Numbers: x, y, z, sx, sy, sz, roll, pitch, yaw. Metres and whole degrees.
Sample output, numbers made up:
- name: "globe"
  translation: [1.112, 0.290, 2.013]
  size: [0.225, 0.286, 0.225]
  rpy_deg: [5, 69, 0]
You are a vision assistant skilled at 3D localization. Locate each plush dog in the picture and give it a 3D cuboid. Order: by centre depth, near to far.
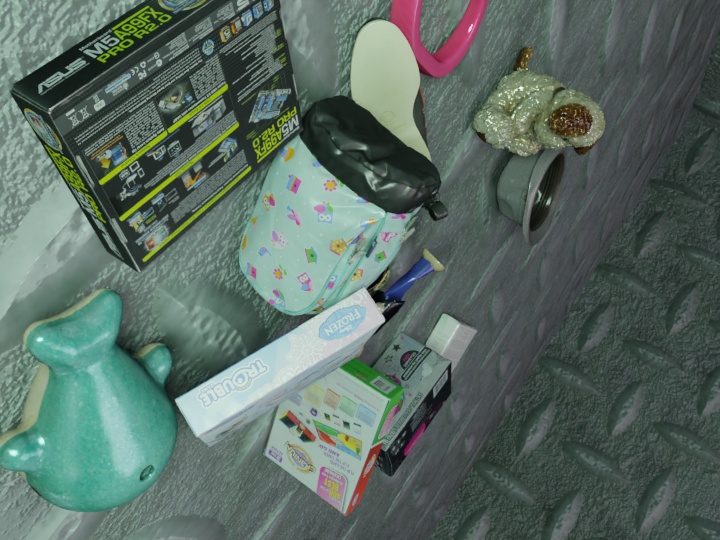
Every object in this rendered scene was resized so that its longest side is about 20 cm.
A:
- name: "plush dog"
  translation: [0.294, -0.244, 1.013]
  size: [0.200, 0.172, 0.161]
  rpy_deg: [-5, 121, -60]

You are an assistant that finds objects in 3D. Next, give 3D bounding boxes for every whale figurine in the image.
- name: "whale figurine"
  translation: [-0.207, 0.113, 0.529]
  size: [0.159, 0.104, 0.200]
  rpy_deg: [-34, 146, -43]

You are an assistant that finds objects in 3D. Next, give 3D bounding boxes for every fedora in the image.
- name: "fedora"
  translation: [0.320, -0.155, 1.255]
  size: [0.177, 0.090, 0.200]
  rpy_deg: [-40, 142, -40]

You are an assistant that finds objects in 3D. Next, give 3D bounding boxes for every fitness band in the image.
- name: "fitness band"
  translation: [0.093, -0.294, 0.728]
  size: [0.144, 0.037, 0.200]
  rpy_deg: [-66, 160, 10]

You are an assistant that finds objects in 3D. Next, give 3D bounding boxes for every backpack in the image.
- name: "backpack"
  translation: [-0.032, -0.051, 0.652]
  size: [0.127, 0.167, 0.200]
  rpy_deg: [-13, 142, -48]

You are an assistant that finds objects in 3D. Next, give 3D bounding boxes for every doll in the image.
- name: "doll"
  translation: [0.038, 0.051, 0.960]
  size: [0.200, 0.048, 0.136]
  rpy_deg: [-46, 177, 6]

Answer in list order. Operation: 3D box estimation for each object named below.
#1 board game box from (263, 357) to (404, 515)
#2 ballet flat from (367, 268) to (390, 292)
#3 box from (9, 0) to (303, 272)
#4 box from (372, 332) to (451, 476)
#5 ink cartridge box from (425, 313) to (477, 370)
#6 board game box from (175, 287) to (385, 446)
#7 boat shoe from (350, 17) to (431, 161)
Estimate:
- name: "board game box"
  translation: [-0.042, 0.208, 0.889]
  size: [0.040, 0.153, 0.200]
  rpy_deg: [-22, 136, -56]
- name: "ballet flat"
  translation: [0.000, 0.000, 0.869]
  size: [0.067, 0.046, 0.200]
  rpy_deg: [-60, 156, 0]
- name: "box"
  translation: [-0.133, -0.119, 0.495]
  size: [0.200, 0.044, 0.160]
  rpy_deg: [-47, 153, -26]
- name: "box"
  translation: [0.061, 0.233, 1.158]
  size: [0.200, 0.115, 0.132]
  rpy_deg: [-49, 152, -25]
- name: "ink cartridge box"
  translation: [0.165, 0.194, 1.399]
  size: [0.200, 0.050, 0.161]
  rpy_deg: [-58, 156, 4]
- name: "board game box"
  translation: [-0.084, 0.107, 0.679]
  size: [0.200, 0.043, 0.199]
  rpy_deg: [-30, 171, -17]
- name: "boat shoe"
  translation: [0.032, -0.186, 0.719]
  size: [0.074, 0.063, 0.201]
  rpy_deg: [-16, 136, 6]
